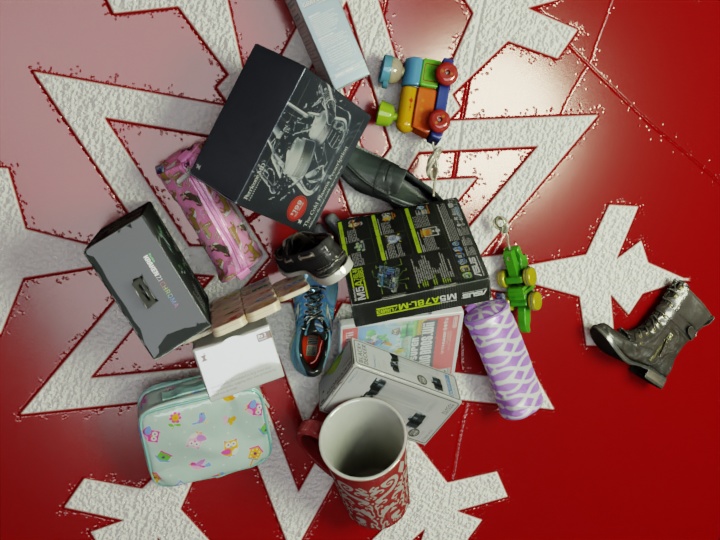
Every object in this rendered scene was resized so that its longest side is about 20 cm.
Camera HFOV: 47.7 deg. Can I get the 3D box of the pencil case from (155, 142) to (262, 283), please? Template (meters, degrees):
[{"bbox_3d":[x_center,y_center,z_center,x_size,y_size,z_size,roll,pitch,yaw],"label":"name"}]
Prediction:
[{"bbox_3d":[-0.217,-0.082,1.189,0.082,0.087,0.202,-18,109,29],"label":"pencil case"}]

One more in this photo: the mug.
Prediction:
[{"bbox_3d":[0.003,0.295,1.269,0.133,0.177,0.201,-34,142,-19],"label":"mug"}]

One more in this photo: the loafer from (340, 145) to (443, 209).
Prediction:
[{"bbox_3d":[0.046,-0.138,1.240,0.199,0.070,0.069,32,60,-18],"label":"loafer"}]

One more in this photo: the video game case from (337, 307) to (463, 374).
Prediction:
[{"bbox_3d":[0.061,0.125,1.295,0.197,0.018,0.144,-6,129,-11],"label":"video game case"}]

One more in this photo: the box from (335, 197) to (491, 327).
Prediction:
[{"bbox_3d":[0.069,-0.017,1.154,0.190,0.201,0.048,-13,129,0],"label":"box"}]

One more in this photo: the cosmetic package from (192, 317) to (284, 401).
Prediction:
[{"bbox_3d":[-0.182,0.108,1.176,0.111,0.200,0.082,-18,104,-8],"label":"cosmetic package"}]

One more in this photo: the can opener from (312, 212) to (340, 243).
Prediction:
[{"bbox_3d":[0.000,0.000,1.274,0.052,0.066,0.201,-39,98,1],"label":"can opener"}]

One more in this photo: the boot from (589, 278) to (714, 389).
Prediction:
[{"bbox_3d":[0.501,0.089,1.396,0.199,0.069,0.175,34,89,-23],"label":"boot"}]

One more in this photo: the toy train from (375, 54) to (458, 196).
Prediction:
[{"bbox_3d":[0.073,-0.222,1.222,0.114,0.085,0.203,10,87,-2],"label":"toy train"}]

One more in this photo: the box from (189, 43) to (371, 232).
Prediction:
[{"bbox_3d":[-0.108,-0.176,1.141,0.181,0.104,0.202,21,99,-57],"label":"box"}]

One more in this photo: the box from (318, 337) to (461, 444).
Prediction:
[{"bbox_3d":[0.045,0.192,1.280,0.198,0.061,0.117,21,124,-21],"label":"box"}]

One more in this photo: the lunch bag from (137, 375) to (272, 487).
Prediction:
[{"bbox_3d":[-0.234,0.232,1.239,0.197,0.077,0.163,-12,116,-11],"label":"lunch bag"}]

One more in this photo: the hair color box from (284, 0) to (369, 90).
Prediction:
[{"bbox_3d":[-0.060,-0.362,1.167,0.060,0.099,0.202,-26,105,-6],"label":"hair color box"}]

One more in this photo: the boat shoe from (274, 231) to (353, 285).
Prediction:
[{"bbox_3d":[-0.079,-0.027,1.159,0.074,0.200,0.061,-39,113,-14],"label":"boat shoe"}]

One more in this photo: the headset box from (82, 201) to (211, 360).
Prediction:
[{"bbox_3d":[-0.291,0.009,1.135,0.092,0.200,0.176,-31,106,-5],"label":"headset box"}]

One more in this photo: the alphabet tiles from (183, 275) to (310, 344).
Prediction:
[{"bbox_3d":[-0.168,0.049,1.169,0.193,0.200,0.015,-23,102,-6],"label":"alphabet tiles"}]

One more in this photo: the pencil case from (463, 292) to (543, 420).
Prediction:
[{"bbox_3d":[0.231,0.145,1.331,0.083,0.085,0.202,-29,105,-31],"label":"pencil case"}]

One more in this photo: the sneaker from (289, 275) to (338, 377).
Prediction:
[{"bbox_3d":[-0.066,0.070,1.251,0.077,0.090,0.203,-1,99,-12],"label":"sneaker"}]

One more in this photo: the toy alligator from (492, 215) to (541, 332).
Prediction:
[{"bbox_3d":[0.259,0.000,1.331,0.054,0.059,0.203,-29,109,-49],"label":"toy alligator"}]
